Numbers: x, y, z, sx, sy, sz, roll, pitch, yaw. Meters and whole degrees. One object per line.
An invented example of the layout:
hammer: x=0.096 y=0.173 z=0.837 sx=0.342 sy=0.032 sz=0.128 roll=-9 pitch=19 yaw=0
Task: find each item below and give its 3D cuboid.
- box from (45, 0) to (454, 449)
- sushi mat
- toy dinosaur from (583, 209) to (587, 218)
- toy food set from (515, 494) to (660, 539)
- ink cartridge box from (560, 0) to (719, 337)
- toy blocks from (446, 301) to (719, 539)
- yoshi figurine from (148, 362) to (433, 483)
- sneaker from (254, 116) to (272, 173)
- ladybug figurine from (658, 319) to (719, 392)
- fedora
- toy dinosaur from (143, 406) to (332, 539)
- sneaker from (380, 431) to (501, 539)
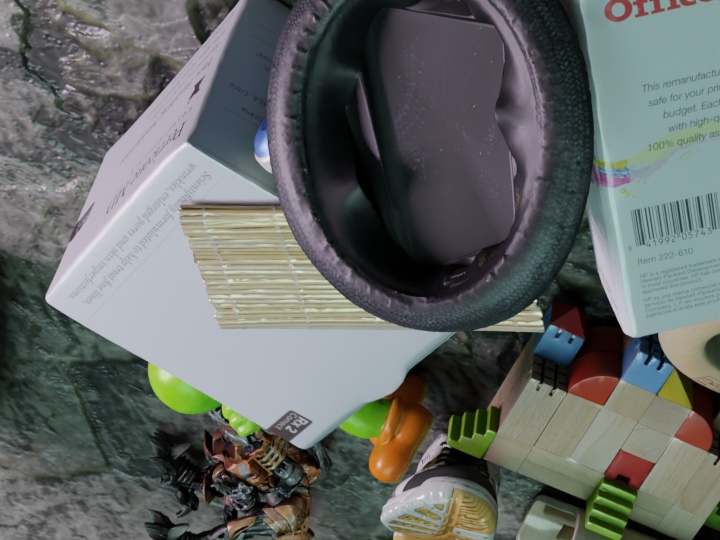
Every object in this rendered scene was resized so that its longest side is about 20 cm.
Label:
box: x=-0.047 y=-0.024 z=1.309 sx=0.199 sy=0.131 sz=0.199 roll=31 pitch=139 yaw=-16
sushi mat: x=0.000 y=0.000 z=1.207 sx=0.199 sy=0.012 sz=0.096 roll=0 pitch=138 yaw=19
toy dinosaur: x=0.139 y=-0.050 z=1.224 sx=0.101 sy=0.058 sz=0.200 roll=43 pitch=103 yaw=0
toy food set: x=0.189 y=0.209 z=1.494 sx=0.143 sy=0.061 sz=0.200 roll=22 pitch=176 yaw=-4
ink cartridge box: x=0.180 y=-0.085 z=1.108 sx=0.144 sy=0.085 sz=0.201 roll=-13 pitch=117 yaw=0
toy blocks: x=0.174 y=0.085 z=1.396 sx=0.199 sy=0.100 sz=0.137 roll=22 pitch=126 yaw=-7
yoshi figurine: x=-0.058 y=0.076 z=1.455 sx=0.199 sy=0.112 sz=0.112 roll=30 pitch=146 yaw=-11
sneaker: x=-0.012 y=-0.149 z=1.149 sx=0.111 sy=0.077 sz=0.200 roll=39 pitch=108 yaw=-22
ladybug figurine: x=0.249 y=0.020 z=1.251 sx=0.135 sy=0.072 sz=0.200 roll=27 pitch=155 yaw=-20
fedora: x=0.047 y=-0.073 z=1.097 sx=0.199 sy=0.091 sz=0.202 roll=5 pitch=101 yaw=28
toy dinosaur: x=-0.081 y=0.165 z=1.586 sx=0.135 sy=0.102 sz=0.201 roll=-11 pitch=114 yaw=8
sneaker: x=0.058 y=0.142 z=1.469 sx=0.075 sy=0.088 sz=0.200 roll=18 pitch=165 yaw=1
